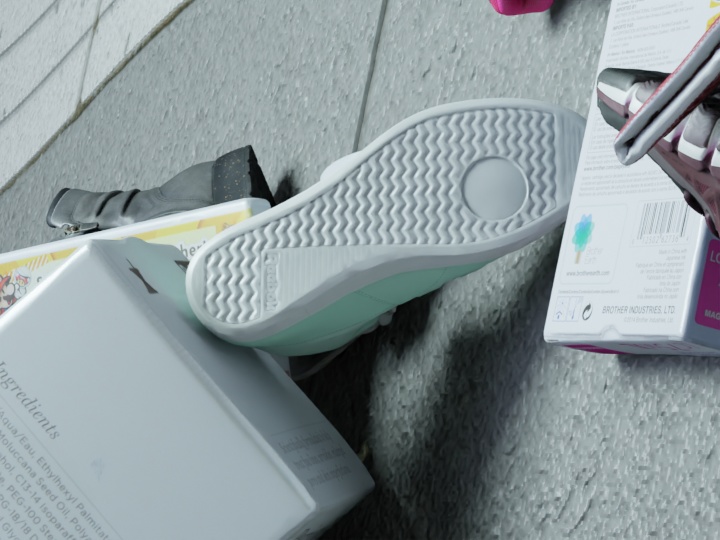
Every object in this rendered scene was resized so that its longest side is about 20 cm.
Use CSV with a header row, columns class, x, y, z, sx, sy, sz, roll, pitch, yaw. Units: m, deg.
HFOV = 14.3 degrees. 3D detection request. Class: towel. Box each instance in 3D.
class,x,y,z,sx,sy,sz,roll,pitch,yaw
towel,0.170,-0.124,1.044,0.200,0.023,0.144,-42,-7,-50

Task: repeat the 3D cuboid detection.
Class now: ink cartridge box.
class,x,y,z,sx,sy,sz,roll,pitch,yaw
ink cartridge box,0.138,-0.064,1.208,0.119,0.042,0.200,-2,77,65

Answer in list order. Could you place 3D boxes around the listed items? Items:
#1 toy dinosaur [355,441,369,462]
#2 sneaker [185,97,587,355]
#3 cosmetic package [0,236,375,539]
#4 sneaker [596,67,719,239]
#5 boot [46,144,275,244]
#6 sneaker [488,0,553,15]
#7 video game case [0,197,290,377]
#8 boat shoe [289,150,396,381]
class,x,y,z,sx,sy,sz,roll,pitch,yaw
toy dinosaur,-0.048,0.183,1.471,0.200,0.047,0.088,-57,23,29
sneaker,0.021,-0.019,1.347,0.118,0.200,0.074,44,-155,-78
cosmetic package,-0.128,0.108,1.354,0.200,0.165,0.165,-41,-6,7
sneaker,0.146,-0.002,1.085,0.200,0.076,0.116,33,113,51
boot,-0.114,0.016,1.586,0.200,0.132,0.070,-91,-16,-55
sneaker,0.102,-0.175,1.312,0.200,0.081,0.075,140,124,-73
video game case,-0.119,0.069,1.496,0.200,0.023,0.182,-11,82,36
boat shoe,0.000,0.000,1.450,0.200,0.074,0.065,128,144,-61
